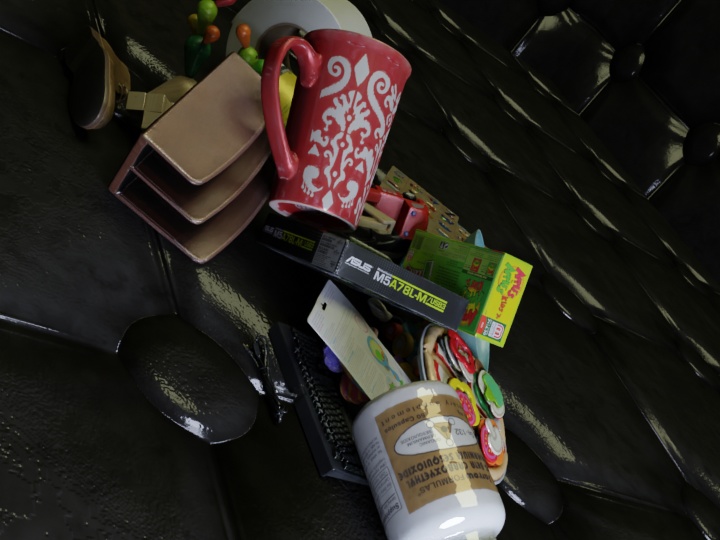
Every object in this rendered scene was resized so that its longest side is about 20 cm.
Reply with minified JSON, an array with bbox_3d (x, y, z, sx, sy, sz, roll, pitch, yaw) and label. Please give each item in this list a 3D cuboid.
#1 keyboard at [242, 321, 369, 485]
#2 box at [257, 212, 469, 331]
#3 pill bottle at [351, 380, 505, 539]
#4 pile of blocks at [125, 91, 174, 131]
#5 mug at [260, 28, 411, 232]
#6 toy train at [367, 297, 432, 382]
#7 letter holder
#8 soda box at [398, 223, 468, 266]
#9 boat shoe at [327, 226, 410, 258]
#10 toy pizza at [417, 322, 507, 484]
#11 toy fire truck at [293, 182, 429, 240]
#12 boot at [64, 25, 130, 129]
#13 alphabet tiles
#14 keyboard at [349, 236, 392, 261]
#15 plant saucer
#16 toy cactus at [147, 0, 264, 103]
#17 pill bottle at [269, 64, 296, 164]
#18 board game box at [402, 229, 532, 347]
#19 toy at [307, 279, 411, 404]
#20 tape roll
[{"bbox_3d":[-0.055,0.127,1.024,0.126,0.021,0.201,22,29,-40],"label":"keyboard"},{"bbox_3d":[0.000,0.000,1.193,0.191,0.048,0.199,23,-1,-33],"label":"box"},{"bbox_3d":[0.072,0.216,0.939,0.113,0.114,0.202,17,41,-44],"label":"pill bottle"},{"bbox_3d":[-0.207,-0.159,1.252,0.198,0.082,0.063,17,72,-32],"label":"pile of blocks"},{"bbox_3d":[-0.049,-0.163,1.155,0.175,0.203,0.133,18,-9,-16],"label":"mug"},{"bbox_3d":[0.044,0.085,1.214,0.150,0.056,0.200,42,23,-1],"label":"toy train"},{"bbox_3d":[-0.158,-0.124,1.120,0.142,0.101,0.201,41,44,-7],"label":"letter holder"},{"bbox_3d":[0.106,-0.025,1.492,0.064,0.068,0.200,39,23,-2],"label":"soda box"},{"bbox_3d":[0.014,-0.061,1.414,0.199,0.063,0.073,5,42,-55],"label":"boat shoe"},{"bbox_3d":[0.130,0.152,1.183,0.200,0.031,0.202,48,27,-34],"label":"toy pizza"},{"bbox_3d":[0.005,-0.078,1.297,0.197,0.049,0.141,17,19,-16],"label":"toy fire truck"},{"bbox_3d":[-0.300,-0.219,1.185,0.075,0.073,0.201,37,19,-36],"label":"boot"},{"bbox_3d":[0.112,-0.073,1.491,0.199,0.008,0.167,38,22,-3],"label":"alphabet tiles"},{"bbox_3d":[0.025,-0.014,1.304,0.056,0.011,0.200,23,-3,11],"label":"keyboard"},{"bbox_3d":[0.148,0.047,1.356,0.200,0.035,0.204,-3,90,-78],"label":"plant saucer"},{"bbox_3d":[-0.197,-0.247,1.292,0.103,0.163,0.202,-120,-167,-50],"label":"toy cactus"},{"bbox_3d":[-0.080,-0.189,1.424,0.200,0.115,0.114,42,23,1],"label":"pill bottle"},{"bbox_3d":[0.119,0.018,1.238,0.047,0.103,0.199,21,0,-30],"label":"board game box"},{"bbox_3d":[0.005,0.117,1.086,0.200,0.047,0.115,49,20,-9],"label":"toy"},{"bbox_3d":[-0.090,-0.326,1.537,0.203,0.203,0.139,43,23,5],"label":"tape roll"}]
